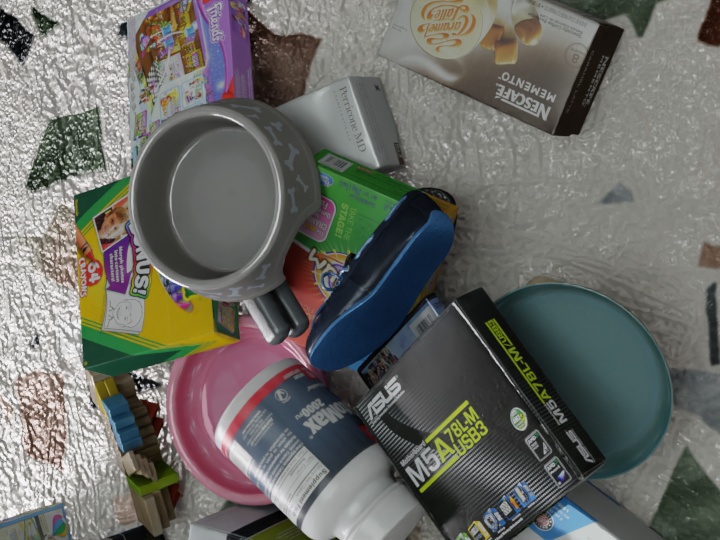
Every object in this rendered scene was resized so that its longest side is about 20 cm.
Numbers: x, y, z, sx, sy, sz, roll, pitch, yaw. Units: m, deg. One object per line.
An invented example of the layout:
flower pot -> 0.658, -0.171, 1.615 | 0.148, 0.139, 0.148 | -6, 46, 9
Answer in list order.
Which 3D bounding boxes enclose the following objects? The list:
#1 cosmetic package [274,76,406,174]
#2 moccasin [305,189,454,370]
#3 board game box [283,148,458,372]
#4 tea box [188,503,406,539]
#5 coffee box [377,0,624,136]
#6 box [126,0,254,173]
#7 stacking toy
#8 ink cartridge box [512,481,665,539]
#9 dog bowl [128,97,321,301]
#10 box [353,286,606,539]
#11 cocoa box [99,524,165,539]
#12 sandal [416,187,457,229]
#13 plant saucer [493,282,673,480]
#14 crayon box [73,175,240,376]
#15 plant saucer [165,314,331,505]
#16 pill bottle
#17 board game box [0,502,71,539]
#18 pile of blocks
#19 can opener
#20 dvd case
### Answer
cosmetic package -> -0.064, -0.119, 1.583 | 0.199, 0.074, 0.102 | -22, 85, 27
moccasin -> 0.017, 0.010, 1.459 | 0.200, 0.080, 0.068 | -47, 46, 20
board game box -> 0.000, 0.000, 1.528 | 0.152, 0.040, 0.201 | 24, 121, 17
tea box -> -0.073, 0.363, 1.590 | 0.196, 0.133, 0.202 | 12, 99, 26
coffee box -> 0.133, -0.218, 1.474 | 0.199, 0.080, 0.115 | 29, 106, 22
box -> -0.178, -0.200, 1.607 | 0.136, 0.039, 0.201 | -20, 59, 26
stacking toy -> 0.122, 0.086, 1.512 | 0.200, 0.085, 0.086 | -33, 80, 31
ink cartridge box -> 0.184, 0.309, 1.486 | 0.145, 0.084, 0.201 | 36, 108, 19
dog bowl -> -0.138, -0.069, 1.492 | 0.199, 0.059, 0.202 | 0, 90, 26
box -> 0.104, 0.148, 1.407 | 0.194, 0.047, 0.200 | 53, 136, 12
cocoa box -> -0.269, 0.397, 1.689 | 0.133, 0.131, 0.201 | -25, 83, 26
sandal -> 0.046, -0.004, 1.558 | 0.075, 0.045, 0.201 | 36, 124, 21
plant saucer -> 0.194, 0.099, 1.418 | 0.199, 0.027, 0.201 | 12, 118, 23
crayon box -> -0.220, -0.005, 1.647 | 0.172, 0.058, 0.201 | -17, 70, 27
plant saucer -> -0.112, 0.146, 1.639 | 0.199, 0.051, 0.202 | 2, 94, 26
pill bottle -> -0.036, 0.192, 1.509 | 0.200, 0.119, 0.120 | 42, 110, 18
board game box -> -0.366, 0.375, 1.733 | 0.034, 0.134, 0.201 | -14, 87, 26
pile of blocks -> -0.237, 0.187, 1.691 | 0.201, 0.062, 0.082 | 68, 158, 4
can opener -> -0.122, -0.010, 1.552 | 0.200, 0.052, 0.067 | 55, 139, 18
dvd case -> 0.088, 0.139, 1.467 | 0.201, 0.017, 0.143 | 55, 137, 13
